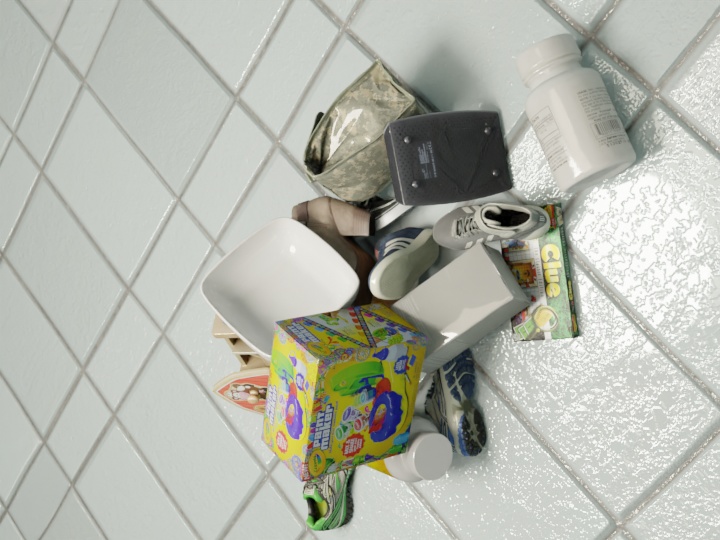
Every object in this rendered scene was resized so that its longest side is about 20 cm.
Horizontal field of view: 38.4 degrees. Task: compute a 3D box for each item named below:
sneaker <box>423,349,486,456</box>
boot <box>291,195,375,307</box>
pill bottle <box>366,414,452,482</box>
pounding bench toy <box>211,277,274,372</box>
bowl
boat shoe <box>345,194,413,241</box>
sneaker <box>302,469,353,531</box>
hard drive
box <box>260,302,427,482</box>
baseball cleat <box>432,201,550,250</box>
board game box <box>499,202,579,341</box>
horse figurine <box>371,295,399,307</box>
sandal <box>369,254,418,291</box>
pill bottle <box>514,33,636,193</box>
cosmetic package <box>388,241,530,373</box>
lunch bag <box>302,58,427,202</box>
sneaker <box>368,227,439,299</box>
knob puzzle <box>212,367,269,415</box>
[{"bbox_3d":[0.134,0.198,1.646,0.085,0.077,0.201,-9,90,42],"label":"sneaker"},{"bbox_3d":[-0.052,-0.020,1.657,0.146,0.070,0.201,2,80,23],"label":"boot"},{"bbox_3d":[0.062,0.278,1.652,0.200,0.104,0.105,6,101,61],"label":"pill bottle"},{"bbox_3d":[-0.120,0.080,1.692,0.199,0.156,0.125,-4,53,16],"label":"pounding bench toy"},{"bbox_3d":[-0.120,0.036,1.586,0.200,0.200,0.075,41,162,24],"label":"bowl"},{"bbox_3d":[0.009,-0.094,1.704,0.199,0.074,0.068,-25,95,46],"label":"boat shoe"},{"bbox_3d":[-0.059,0.361,1.808,0.078,0.085,0.201,1,96,38],"label":"sneaker"},{"bbox_3d":[0.127,-0.166,1.532,0.042,0.199,0.136,-11,90,60],"label":"hard drive"},{"bbox_3d":[-0.027,0.173,1.506,0.122,0.192,0.201,36,126,46],"label":"box"},{"bbox_3d":[0.177,-0.075,1.530,0.199,0.106,0.070,-9,76,35],"label":"baseball cleat"},{"bbox_3d":[0.265,0.005,1.552,0.104,0.023,0.201,-8,91,36],"label":"board game box"},{"bbox_3d":[0.025,0.081,1.728,0.132,0.050,0.201,12,102,34],"label":"horse figurine"},{"bbox_3d":[-0.003,0.007,1.694,0.202,0.050,0.083,16,75,15],"label":"sandal"},{"bbox_3d":[0.294,-0.220,1.441,0.114,0.114,0.201,-28,79,36],"label":"pill bottle"},{"bbox_3d":[0.142,0.058,1.555,0.200,0.090,0.107,-34,67,17],"label":"cosmetic package"},{"bbox_3d":[0.006,-0.201,1.599,0.200,0.164,0.118,-43,68,7],"label":"lunch bag"},{"bbox_3d":[0.047,-0.013,1.603,0.084,0.200,0.075,10,114,27],"label":"sneaker"},{"bbox_3d":[-0.155,0.220,1.768,0.219,0.219,0.031,-19,52,38],"label":"knob puzzle"}]
